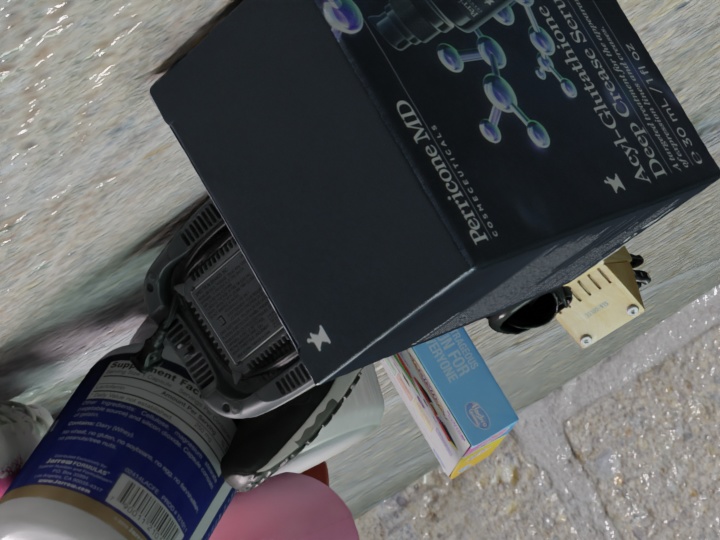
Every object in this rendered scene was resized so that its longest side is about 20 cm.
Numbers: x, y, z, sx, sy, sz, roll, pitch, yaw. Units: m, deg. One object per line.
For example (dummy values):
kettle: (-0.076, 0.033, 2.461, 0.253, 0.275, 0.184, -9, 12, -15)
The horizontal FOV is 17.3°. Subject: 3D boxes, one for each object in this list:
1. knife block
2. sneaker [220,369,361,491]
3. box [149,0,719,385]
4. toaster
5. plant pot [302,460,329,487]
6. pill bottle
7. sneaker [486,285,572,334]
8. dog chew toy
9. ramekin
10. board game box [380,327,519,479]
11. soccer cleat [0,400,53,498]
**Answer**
knife block: (0.170, -0.031, 1.959, 0.064, 0.176, 0.200, -33, 126, 16)
sneaker: (-0.039, 0.038, 1.392, 0.200, 0.087, 0.076, -53, -173, -29)
box: (0.036, -0.059, 1.021, 0.200, 0.149, 0.107, -20, 167, -49)
toaster: (-0.022, -0.001, 1.278, 0.200, 0.114, 0.129, -40, 169, 36)
plant pot: (-0.113, 0.202, 1.940, 0.200, 0.201, 0.195, -26, 162, -21)
pill bottle: (-0.130, 0.116, 1.392, 0.116, 0.116, 0.200, -39, -166, 45)
sneaker: (0.119, -0.006, 1.718, 0.071, 0.099, 0.200, -36, 171, 25)
dog chew toy: (-0.040, 0.250, 1.708, 0.124, 0.201, 0.125, -26, 171, -4)
ramekin: (-0.075, 0.105, 1.734, 0.202, 0.095, 0.202, -25, 171, -4)
board game box: (0.052, 0.070, 1.752, 0.040, 0.153, 0.200, -30, 172, -8)
soccer cleat: (-0.224, 0.106, 1.433, 0.086, 0.070, 0.200, -51, 175, -18)
